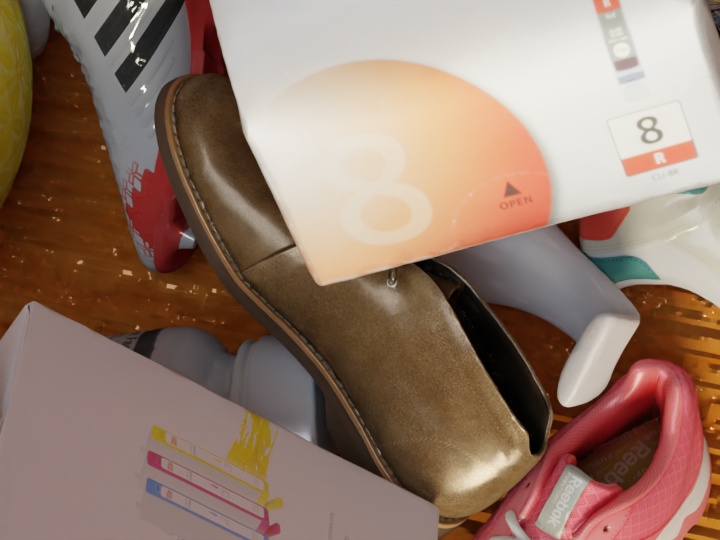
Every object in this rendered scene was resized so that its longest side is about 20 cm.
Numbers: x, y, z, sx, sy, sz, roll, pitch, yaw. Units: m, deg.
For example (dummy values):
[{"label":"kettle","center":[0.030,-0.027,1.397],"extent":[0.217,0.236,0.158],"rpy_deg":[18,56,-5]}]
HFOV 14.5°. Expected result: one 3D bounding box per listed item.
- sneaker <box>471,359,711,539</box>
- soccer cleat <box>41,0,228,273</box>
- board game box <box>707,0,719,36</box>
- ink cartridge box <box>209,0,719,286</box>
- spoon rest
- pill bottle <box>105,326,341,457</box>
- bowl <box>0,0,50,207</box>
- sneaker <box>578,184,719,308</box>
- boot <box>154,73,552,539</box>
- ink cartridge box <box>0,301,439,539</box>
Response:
[{"label":"sneaker","center":[0.064,0.109,1.062],"extent":[0.074,0.087,0.200],"rpy_deg":[30,63,18]},{"label":"soccer cleat","center":[-0.088,-0.093,1.117],"extent":[0.085,0.069,0.201],"rpy_deg":[13,124,18]},{"label":"board game box","center":[0.150,-0.143,1.011],"extent":[0.199,0.035,0.136],"rpy_deg":[23,66,-16]},{"label":"ink cartridge box","center":[0.028,-0.096,0.938],"extent":[0.162,0.050,0.200],"rpy_deg":[-15,131,13]},{"label":"spoon rest","center":[0.034,-0.016,1.109],"extent":[0.200,0.061,0.100],"rpy_deg":[39,111,32]},{"label":"pill bottle","center":[-0.103,0.083,1.120],"extent":[0.199,0.113,0.114],"rpy_deg":[-7,89,11]},{"label":"bowl","center":[-0.189,-0.098,1.128],"extent":[0.108,0.200,0.200],"rpy_deg":[-31,82,-33]},{"label":"sneaker","center":[0.180,-0.014,1.098],"extent":[0.199,0.070,0.094],"rpy_deg":[6,108,10]},{"label":"boot","center":[0.000,0.000,1.057],"extent":[0.075,0.074,0.200],"rpy_deg":[-36,88,37]},{"label":"ink cartridge box","center":[-0.090,0.120,0.997],"extent":[0.200,0.125,0.129],"rpy_deg":[27,124,-16]}]
